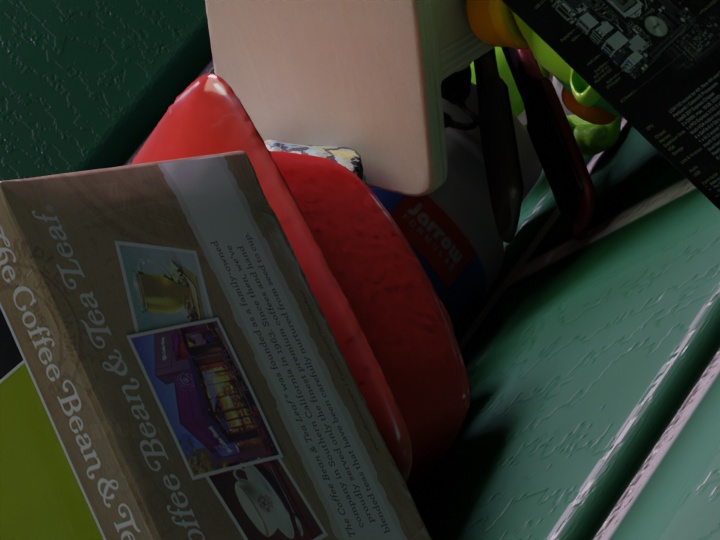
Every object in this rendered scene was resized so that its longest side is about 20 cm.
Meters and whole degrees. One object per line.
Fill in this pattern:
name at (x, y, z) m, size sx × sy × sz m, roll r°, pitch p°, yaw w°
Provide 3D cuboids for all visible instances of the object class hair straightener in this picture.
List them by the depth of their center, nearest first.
hair straightener at (0.052, -0.095, 1.342) m, size 0.041 × 0.077 × 0.201 m, roll 103°, pitch 158°, yaw -52°

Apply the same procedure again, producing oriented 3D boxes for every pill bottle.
pill bottle at (0.000, 0.000, 1.366) m, size 0.200 × 0.112 × 0.112 m, roll -52°, pitch 10°, yaw -21°

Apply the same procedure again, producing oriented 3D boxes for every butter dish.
butter dish at (-0.023, 0.038, 1.209) m, size 0.147 × 0.201 × 0.200 m, roll -11°, pitch -27°, yaw -39°

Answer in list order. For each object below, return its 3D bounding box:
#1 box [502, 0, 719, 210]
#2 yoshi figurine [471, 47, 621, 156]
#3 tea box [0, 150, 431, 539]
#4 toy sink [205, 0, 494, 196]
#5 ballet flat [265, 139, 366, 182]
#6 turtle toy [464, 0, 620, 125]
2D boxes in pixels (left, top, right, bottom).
box at (0.164, -0.132, 1.011) m, size 0.200 × 0.164 × 0.086 m, roll -40°, pitch 12°, yaw 41°
yoshi figurine at (0.101, -0.117, 1.418) m, size 0.113 × 0.112 × 0.200 m, roll -60°, pitch 12°, yaw -29°
tea box at (-0.102, 0.091, 1.087) m, size 0.133 × 0.201 × 0.197 m, roll -10°, pitch -21°, yaw -46°
toy sink at (0.008, -0.155, 1.302) m, size 0.130 × 0.201 × 0.112 m, roll 14°, pitch 33°, yaw 36°
ballet flat at (-0.087, -0.022, 1.314) m, size 0.200 × 0.074 × 0.074 m, roll -28°, pitch 19°, yaw 35°
turtle toy at (0.152, -0.134, 1.259) m, size 0.145 × 0.101 × 0.200 m, roll 1°, pitch 42°, yaw 46°
